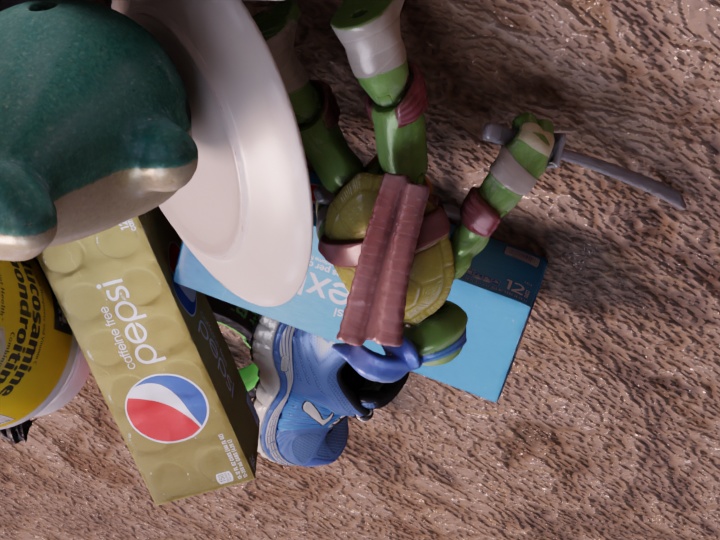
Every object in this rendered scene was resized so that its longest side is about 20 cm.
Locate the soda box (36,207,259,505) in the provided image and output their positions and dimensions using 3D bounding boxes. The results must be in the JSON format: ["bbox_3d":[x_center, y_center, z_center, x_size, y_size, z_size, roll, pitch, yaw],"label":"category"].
[{"bbox_3d":[-0.124,0.037,1.372,0.067,0.064,0.201,-16,120,11],"label":"soda box"}]

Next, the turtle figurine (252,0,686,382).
[{"bbox_3d":[0.027,-0.064,1.210,0.144,0.200,0.195,21,143,57],"label":"turtle figurine"}]

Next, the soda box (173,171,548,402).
[{"bbox_3d":[0.000,0.000,1.328,0.199,0.064,0.068,21,119,5],"label":"soda box"}]

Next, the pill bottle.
[{"bbox_3d":[-0.229,0.031,1.338,0.111,0.113,0.200,12,174,20],"label":"pill bottle"}]

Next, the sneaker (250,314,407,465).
[{"bbox_3d":[-0.018,0.074,1.471,0.089,0.079,0.200,19,153,11],"label":"sneaker"}]

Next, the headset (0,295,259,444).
[{"bbox_3d":[-0.151,0.064,1.552,0.199,0.095,0.124,-9,141,28],"label":"headset"}]

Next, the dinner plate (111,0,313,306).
[{"bbox_3d":[-0.085,-0.073,1.195,0.200,0.024,0.201,45,147,41],"label":"dinner plate"}]

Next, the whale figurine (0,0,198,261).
[{"bbox_3d":[-0.155,-0.066,1.101,0.158,0.200,0.105,0,109,14],"label":"whale figurine"}]

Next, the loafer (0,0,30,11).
[{"bbox_3d":[-0.190,-0.157,1.236,0.071,0.063,0.200,-22,143,13],"label":"loafer"}]
